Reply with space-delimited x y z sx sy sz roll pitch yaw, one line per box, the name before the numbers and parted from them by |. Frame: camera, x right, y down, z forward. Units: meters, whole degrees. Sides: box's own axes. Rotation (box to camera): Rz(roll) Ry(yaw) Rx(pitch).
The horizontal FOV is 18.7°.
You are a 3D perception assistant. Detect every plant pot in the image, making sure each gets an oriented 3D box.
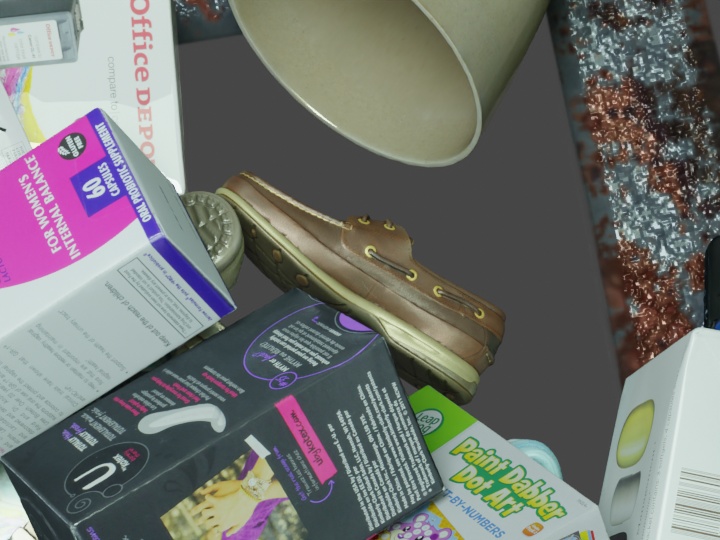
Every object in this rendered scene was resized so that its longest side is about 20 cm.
plant pot | 0.051 -0.198 1.332 0.187 0.187 0.200 39 65 3

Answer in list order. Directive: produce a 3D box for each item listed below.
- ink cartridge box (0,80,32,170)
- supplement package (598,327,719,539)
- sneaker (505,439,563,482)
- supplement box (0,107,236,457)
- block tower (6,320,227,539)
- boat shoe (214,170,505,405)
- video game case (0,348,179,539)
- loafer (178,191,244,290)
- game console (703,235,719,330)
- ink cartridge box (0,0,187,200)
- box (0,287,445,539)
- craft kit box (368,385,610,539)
ink cartridge box | -0.259 -0.111 1.261 0.094 0.044 0.201 -24 81 -8
supplement package | 0.221 0.153 1.256 0.146 0.200 0.192 13 78 -1
sneaker | 0.069 0.192 1.297 0.073 0.082 0.201 16 79 -1
supplement box | -0.188 0.019 1.215 0.199 0.103 0.101 -34 57 5
block tower | -0.132 0.116 1.287 0.054 0.058 0.200 41 78 3
boat shoe | 0.000 0.000 1.336 0.200 0.072 0.068 36 74 -4
video game case | -0.167 0.123 1.322 0.182 0.022 0.200 -36 85 -9
loafer | -0.150 0.028 1.296 0.199 0.068 0.076 -27 59 7
game console | 0.313 0.016 1.290 0.199 0.119 0.171 16 36 -2
ink cartridge box | -0.208 -0.097 1.327 0.199 0.086 0.149 -5 79 -3
box | -0.075 0.112 1.204 0.199 0.122 0.107 -29 115 -18
craft kit box | 0.009 0.159 1.225 0.197 0.200 0.049 -27 117 -18
